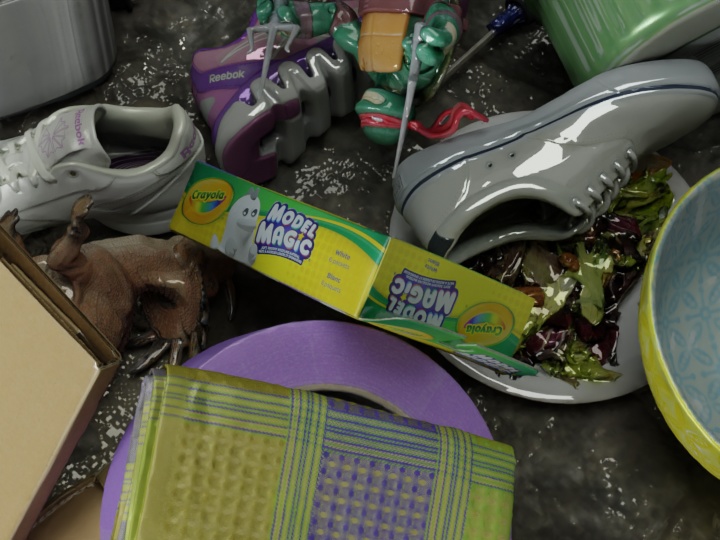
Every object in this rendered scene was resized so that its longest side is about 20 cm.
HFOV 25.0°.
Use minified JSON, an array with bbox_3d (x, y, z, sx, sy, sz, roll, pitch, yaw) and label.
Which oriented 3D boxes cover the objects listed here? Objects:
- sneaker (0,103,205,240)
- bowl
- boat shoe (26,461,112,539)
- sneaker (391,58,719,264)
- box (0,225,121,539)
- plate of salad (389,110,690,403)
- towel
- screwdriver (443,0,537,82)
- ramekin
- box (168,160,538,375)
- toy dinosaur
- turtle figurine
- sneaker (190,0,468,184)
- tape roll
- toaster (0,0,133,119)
[{"bbox_3d":[-0.185,-0.062,0.934,0.198,0.100,0.076,-10,63,-8],"label":"sneaker"},{"bbox_3d":[0.236,0.048,0.894,0.198,0.108,0.202,4,66,-8],"label":"bowl"},{"bbox_3d":[-0.101,0.114,0.860,0.199,0.067,0.074,-27,66,-18],"label":"boat shoe"},{"bbox_3d":[0.119,-0.055,0.925,0.198,0.073,0.071,-23,62,-2],"label":"sneaker"},{"bbox_3d":[-0.214,0.064,0.819,0.163,0.201,0.021,43,31,20],"label":"box"},{"bbox_3d":[0.116,-0.017,0.961,0.198,0.048,0.202,2,61,-4],"label":"plate of salad"},{"bbox_3d":[-0.024,0.131,0.767,0.198,0.023,0.145,12,79,-18],"label":"towel"},{"bbox_3d":[0.073,-0.146,1.039,0.200,0.028,0.029,-38,98,-26],"label":"screwdriver"},{"bbox_3d":[0.202,-0.168,0.972,0.198,0.200,0.099,-15,70,-12],"label":"ramekin"},{"bbox_3d":[0.000,0.000,0.851,0.199,0.117,0.049,26,93,48],"label":"box"},{"bbox_3d":[-0.156,0.038,0.898,0.200,0.136,0.086,-45,30,-3],"label":"toy dinosaur"},{"bbox_3d":[0.012,-0.148,0.915,0.149,0.100,0.202,5,85,38],"label":"turtle figurine"},{"bbox_3d":[-0.024,-0.139,1.006,0.199,0.081,0.089,-32,60,-19],"label":"sneaker"},{"bbox_3d":[-0.027,0.128,0.812,0.198,0.066,0.202,2,83,-20],"label":"tape roll"},{"bbox_3d":[-0.226,-0.167,0.973,0.198,0.130,0.114,-17,64,-14],"label":"toaster"}]
